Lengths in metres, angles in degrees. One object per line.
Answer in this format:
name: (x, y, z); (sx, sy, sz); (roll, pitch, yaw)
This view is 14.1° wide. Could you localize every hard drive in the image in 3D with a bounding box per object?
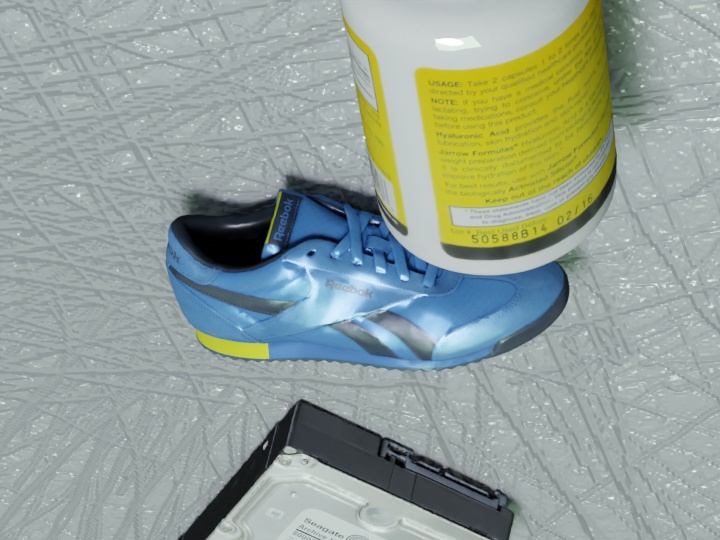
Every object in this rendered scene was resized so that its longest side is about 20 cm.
hard drive: (-0.019, 0.161, 1.633); (0.139, 0.038, 0.200); (26, 139, -14)

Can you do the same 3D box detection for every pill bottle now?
pill bottle: (0.049, -0.101, 1.243); (0.111, 0.112, 0.200); (4, 140, 13)

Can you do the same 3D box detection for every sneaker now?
sneaker: (0.000, 0.000, 1.415); (0.199, 0.066, 0.079); (0, 135, 17)
